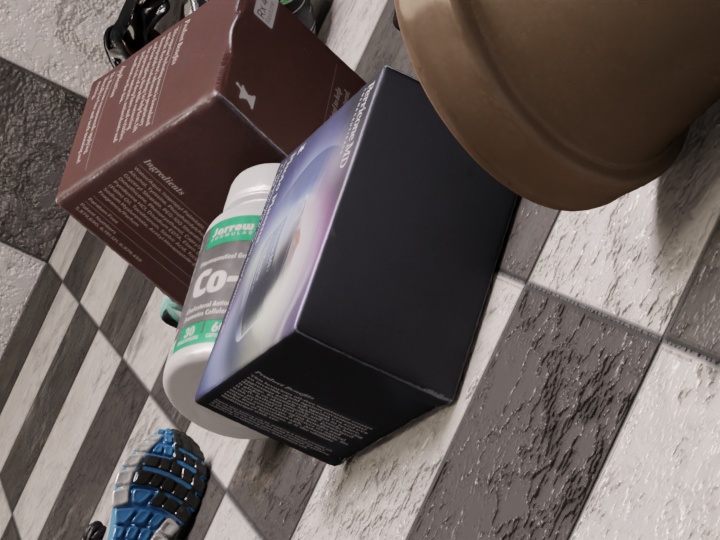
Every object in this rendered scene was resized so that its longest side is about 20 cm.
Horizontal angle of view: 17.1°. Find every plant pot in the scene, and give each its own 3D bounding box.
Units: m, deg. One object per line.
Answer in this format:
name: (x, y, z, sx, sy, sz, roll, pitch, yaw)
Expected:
plant pot: (0.144, -0.153, 1.242, 0.174, 0.200, 0.201, -27, 37, 41)

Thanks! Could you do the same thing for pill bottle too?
pill bottle: (-0.078, 0.021, 1.866, 0.113, 0.113, 0.200, -49, 22, 49)

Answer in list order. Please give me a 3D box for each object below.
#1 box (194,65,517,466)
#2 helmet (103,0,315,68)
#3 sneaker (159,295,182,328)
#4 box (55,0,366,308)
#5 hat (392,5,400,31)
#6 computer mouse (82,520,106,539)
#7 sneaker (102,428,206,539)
box: (0.000, 0.000, 1.598, 0.198, 0.123, 0.201, -36, 33, 61)
helmet: (-0.138, -0.241, 2.387, 0.200, 0.190, 0.201, -2, 88, 47)
sneaker: (-0.124, -0.021, 2.187, 0.140, 0.078, 0.200, -69, 15, -15)
box: (-0.121, -0.105, 2.024, 0.200, 0.164, 0.166, -30, 32, 32)
hat: (0.071, -0.222, 1.798, 0.201, 0.081, 0.201, -58, 15, 25)
computer mouse: (-0.269, 0.326, 2.195, 0.110, 0.044, 0.200, -56, 16, 28)
sneaker: (-0.191, 0.229, 2.023, 0.087, 0.075, 0.201, 132, 160, -65)
